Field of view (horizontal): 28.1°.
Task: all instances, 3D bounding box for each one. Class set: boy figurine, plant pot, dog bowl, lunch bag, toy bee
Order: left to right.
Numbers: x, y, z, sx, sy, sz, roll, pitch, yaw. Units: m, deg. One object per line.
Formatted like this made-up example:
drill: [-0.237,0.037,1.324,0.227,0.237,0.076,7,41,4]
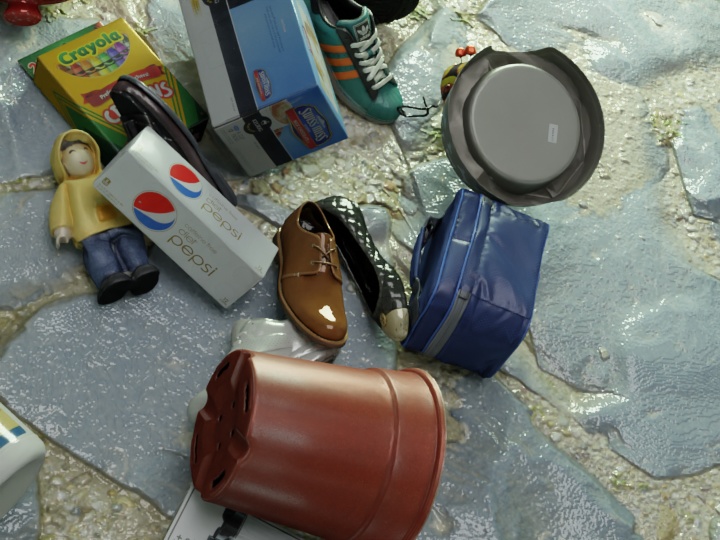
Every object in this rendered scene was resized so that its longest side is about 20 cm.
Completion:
boy figurine: [-0.282,-0.065,1.571,0.124,0.064,0.201,-15,70,-26]
plant pot: [-0.050,0.170,1.407,0.195,0.201,0.201,17,55,-24]
lunch bag: [0.122,0.004,1.632,0.132,0.136,0.200,22,52,-8]
toy bee: [0.144,-0.215,1.763,0.131,0.200,0.109,5,78,29]
dog bowl: [0.185,-0.167,1.684,0.199,0.059,0.201,3,81,-19]

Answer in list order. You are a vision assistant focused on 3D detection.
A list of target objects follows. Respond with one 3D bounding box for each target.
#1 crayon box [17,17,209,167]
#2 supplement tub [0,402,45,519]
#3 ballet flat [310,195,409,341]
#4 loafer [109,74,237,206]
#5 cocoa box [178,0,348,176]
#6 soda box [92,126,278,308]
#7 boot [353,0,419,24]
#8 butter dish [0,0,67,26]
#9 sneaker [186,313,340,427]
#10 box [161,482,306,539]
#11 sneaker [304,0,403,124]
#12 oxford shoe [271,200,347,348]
crayon box: [-0.287,-0.209,1.663,0.127,0.051,0.200,-35,76,-33]
supplement tub: [-0.410,0.154,1.339,0.200,0.145,0.145,41,55,7]
ballet flat: [0.000,0.000,1.634,0.057,0.067,0.200,-8,55,-33]
loafer: [-0.213,-0.124,1.586,0.063,0.072,0.200,-50,121,-22]
cocoa box: [-0.113,-0.239,1.668,0.131,0.133,0.201,-20,64,7]
soda box: [-0.187,-0.057,1.554,0.200,0.068,0.064,44,33,-14]
boot: [-0.030,-0.410,1.863,0.210,0.079,0.158,5,59,-17]
butter dish: [-0.388,-0.355,1.658,0.199,0.199,0.148,2,83,-19]
sneaker: [-0.119,0.103,1.531,0.099,0.078,0.200,45,46,18]
box: [-0.107,0.308,1.409,0.200,0.060,0.117,29,54,-2]
sneaker: [-0.008,-0.272,1.771,0.071,0.080,0.200,-40,94,-35]
oxford shoe: [-0.051,0.001,1.576,0.071,0.071,0.200,10,40,-29]
